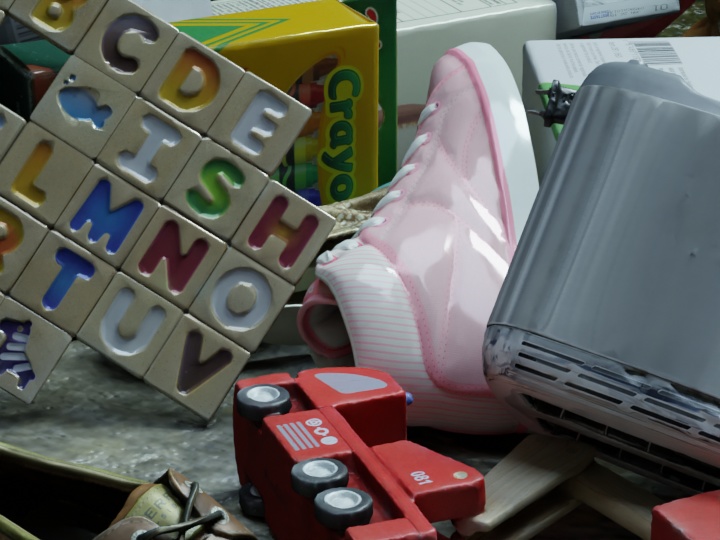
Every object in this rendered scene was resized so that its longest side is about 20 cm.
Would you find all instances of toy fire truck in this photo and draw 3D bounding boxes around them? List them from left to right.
[{"bbox_3d":[0.045,0.085,0.826,0.141,0.049,0.200,-8,23,-18],"label":"toy fire truck"}]

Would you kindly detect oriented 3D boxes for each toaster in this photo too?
[{"bbox_3d":[0.130,0.010,0.849,0.200,0.129,0.114,21,-13,19],"label":"toaster"}]

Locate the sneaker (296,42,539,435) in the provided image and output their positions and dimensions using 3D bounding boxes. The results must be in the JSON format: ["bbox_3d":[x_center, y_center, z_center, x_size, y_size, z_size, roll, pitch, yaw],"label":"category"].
[{"bbox_3d":[0.022,-0.017,0.970,0.104,0.075,0.201,-4,52,-4],"label":"sneaker"}]

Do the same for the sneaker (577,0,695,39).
[{"bbox_3d":[0.174,-0.195,1.341,0.087,0.200,0.074,0,59,-27],"label":"sneaker"}]

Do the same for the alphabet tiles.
[{"bbox_3d":[-0.120,-0.031,0.959,0.200,0.167,0.008,32,-8,6],"label":"alphabet tiles"}]

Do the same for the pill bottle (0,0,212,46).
[{"bbox_3d":[-0.183,-0.111,1.124,0.200,0.114,0.114,-11,16,29],"label":"pill bottle"}]

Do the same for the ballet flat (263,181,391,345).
[{"bbox_3d":[0.000,0.000,1.034,0.200,0.071,0.065,-14,53,-24],"label":"ballet flat"}]

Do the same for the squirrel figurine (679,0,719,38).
[{"bbox_3d":[0.239,-0.171,1.254,0.141,0.187,0.200,4,23,12],"label":"squirrel figurine"}]

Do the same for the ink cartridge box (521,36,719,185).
[{"bbox_3d":[0.183,-0.055,1.111,0.199,0.085,0.146,-1,23,-2],"label":"ink cartridge box"}]

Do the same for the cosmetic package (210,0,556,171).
[{"bbox_3d":[-0.006,-0.098,1.216,0.200,0.087,0.103,-12,24,-23],"label":"cosmetic package"}]

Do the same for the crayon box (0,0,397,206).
[{"bbox_3d":[-0.061,-0.052,1.054,0.200,0.127,0.051,-12,26,-25],"label":"crayon box"}]

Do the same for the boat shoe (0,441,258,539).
[{"bbox_3d":[-0.070,0.104,0.758,0.199,0.068,0.072,9,24,21],"label":"boat shoe"}]

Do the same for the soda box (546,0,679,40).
[{"bbox_3d":[0.093,-0.157,1.297,0.068,0.064,0.200,-11,3,-27],"label":"soda box"}]
